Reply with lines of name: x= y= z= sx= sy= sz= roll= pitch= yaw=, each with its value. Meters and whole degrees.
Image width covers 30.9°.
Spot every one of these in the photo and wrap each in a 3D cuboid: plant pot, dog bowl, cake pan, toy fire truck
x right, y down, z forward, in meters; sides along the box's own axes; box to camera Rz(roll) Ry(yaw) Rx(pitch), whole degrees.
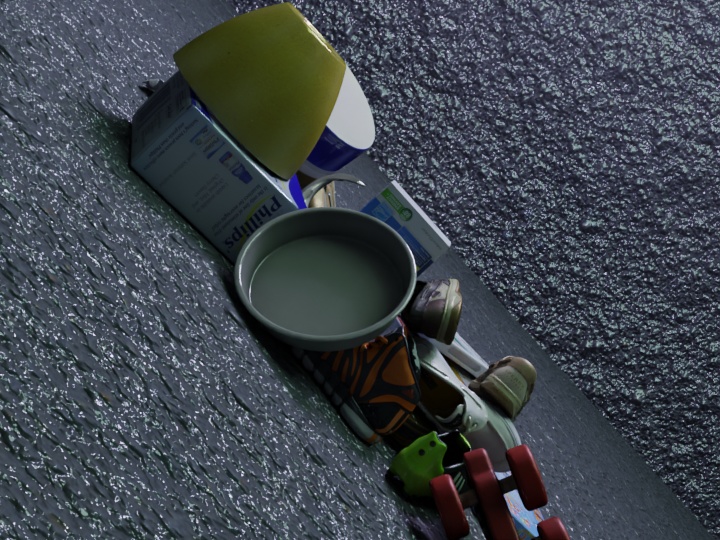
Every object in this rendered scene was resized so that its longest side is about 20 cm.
plant pot: x=-0.101 y=-0.229 z=1.529 sx=0.200 sy=0.142 sz=0.200 roll=46 pitch=9 yaw=-10
dog bowl: x=-0.069 y=-0.231 z=1.777 sx=0.200 sy=0.079 sz=0.201 roll=43 pitch=29 yaw=-31
cake pan: x=-0.038 y=0.012 z=1.426 sx=0.201 sy=0.199 sz=0.037 roll=55 pitch=-24 yaw=38
toy fire truck: x=0.153 y=0.287 z=1.358 sx=0.168 sy=0.111 sz=0.201 roll=70 pitch=-2 yaw=-60

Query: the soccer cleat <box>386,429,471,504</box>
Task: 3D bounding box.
soccer cleat: x=0.097 y=0.219 z=1.455 sx=0.068 sy=0.081 sz=0.200 roll=52 pitch=9 yaw=22

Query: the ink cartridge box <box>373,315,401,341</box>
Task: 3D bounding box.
ink cartridge box: x=0.065 y=0.126 z=1.734 sx=0.116 sy=0.067 sz=0.200 roll=37 pitch=15 yaw=-49

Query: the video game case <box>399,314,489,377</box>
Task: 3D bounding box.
video game case: x=0.079 y=0.060 z=1.736 sx=0.200 sy=0.024 sz=0.182 roll=46 pitch=6 yaw=39

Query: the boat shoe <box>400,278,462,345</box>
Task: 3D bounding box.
boat shoe: x=0.080 y=0.039 z=1.532 sx=0.064 sy=0.074 sz=0.200 roll=18 pitch=2 yaw=-3

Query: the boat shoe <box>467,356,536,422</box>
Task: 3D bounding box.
boat shoe: x=0.181 y=0.143 z=1.589 sx=0.071 sy=0.065 sz=0.200 roll=44 pitch=-6 yaw=3

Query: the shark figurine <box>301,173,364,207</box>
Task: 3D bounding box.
shark figurine: x=-0.079 y=-0.043 z=1.667 sx=0.127 sy=0.216 sz=0.089 roll=16 pitch=-23 yaw=-15

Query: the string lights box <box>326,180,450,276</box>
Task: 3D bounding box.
string lights box: x=0.000 y=0.000 z=1.530 sx=0.103 sy=0.200 sz=0.059 roll=47 pitch=8 yaw=-1

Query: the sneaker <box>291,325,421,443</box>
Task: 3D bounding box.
sneaker: x=-0.005 y=0.083 z=1.444 sx=0.200 sy=0.112 sz=0.078 roll=50 pitch=9 yaw=11

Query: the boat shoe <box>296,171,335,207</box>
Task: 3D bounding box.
boat shoe: x=-0.066 y=-0.099 z=1.846 sx=0.076 sy=0.071 sz=0.201 roll=-96 pitch=170 yaw=-67

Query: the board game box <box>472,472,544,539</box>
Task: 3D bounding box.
board game box: x=0.185 y=0.295 z=1.699 sx=0.151 sy=0.037 sz=0.200 roll=45 pitch=9 yaw=-22

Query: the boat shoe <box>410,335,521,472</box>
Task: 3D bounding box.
boat shoe: x=0.109 y=0.163 z=1.488 sx=0.200 sy=0.071 sz=0.070 roll=50 pitch=19 yaw=-8

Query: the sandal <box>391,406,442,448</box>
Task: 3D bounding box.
sandal: x=0.064 y=0.183 z=1.543 sx=0.200 sy=0.054 sz=0.081 roll=45 pitch=21 yaw=-40

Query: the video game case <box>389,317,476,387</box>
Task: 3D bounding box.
video game case: x=0.119 y=0.144 z=1.649 sx=0.200 sy=0.017 sz=0.143 roll=38 pitch=15 yaw=-43

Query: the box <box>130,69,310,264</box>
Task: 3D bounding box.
box: x=-0.169 y=-0.121 z=1.548 sx=0.200 sy=0.105 sz=0.184 roll=45 pitch=10 yaw=-23

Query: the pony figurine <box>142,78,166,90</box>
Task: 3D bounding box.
pony figurine: x=-0.199 y=-0.247 z=1.861 sx=0.193 sy=0.165 sz=0.201 roll=-5 pitch=74 yaw=-80
